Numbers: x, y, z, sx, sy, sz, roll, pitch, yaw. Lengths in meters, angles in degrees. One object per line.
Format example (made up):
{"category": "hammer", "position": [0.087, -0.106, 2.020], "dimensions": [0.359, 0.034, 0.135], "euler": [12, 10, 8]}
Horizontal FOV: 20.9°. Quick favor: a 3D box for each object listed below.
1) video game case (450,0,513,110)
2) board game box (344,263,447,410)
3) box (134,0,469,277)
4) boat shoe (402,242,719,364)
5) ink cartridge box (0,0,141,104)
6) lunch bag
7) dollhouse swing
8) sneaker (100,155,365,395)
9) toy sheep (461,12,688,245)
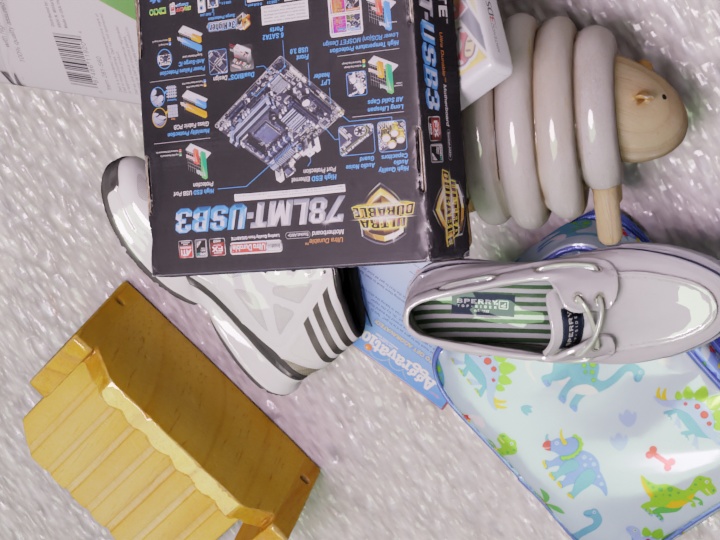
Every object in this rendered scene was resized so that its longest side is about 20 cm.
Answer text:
{"category": "video game case", "position": [-0.004, -0.145, 1.149], "dimensions": [0.199, 0.023, 0.183], "euler": [-34, 56, 37]}
{"category": "board game box", "position": [0.000, 0.000, 1.314], "dimensions": [0.199, 0.019, 0.103], "euler": [36, 127, 3]}
{"category": "box", "position": [-0.038, -0.100, 1.096], "dimensions": [0.199, 0.050, 0.201], "euler": [-4, 93, 36]}
{"category": "boat shoe", "position": [0.121, 0.029, 1.144], "dimensions": [0.198, 0.067, 0.074], "euler": [-4, 107, 14]}
{"category": "ink cartridge box", "position": [-0.203, -0.193, 1.238], "dimensions": [0.198, 0.085, 0.147], "euler": [11, 139, 21]}
{"category": "lunch bag", "position": [0.159, 0.073, 1.229], "dimensions": [0.200, 0.083, 0.161], "euler": [47, 118, -5]}
{"category": "dollhouse swing", "position": [-0.164, 0.147, 1.403], "dimensions": [0.200, 0.182, 0.176], "euler": [45, 108, -5]}
{"category": "sneaker", "position": [-0.072, -0.019, 1.292], "dimensions": [0.115, 0.076, 0.201], "euler": [-34, 108, 29]}
{"category": "toy sheep", "position": [0.092, -0.084, 1.146], "dimensions": [0.198, 0.138, 0.139], "euler": [-4, 119, 9]}
